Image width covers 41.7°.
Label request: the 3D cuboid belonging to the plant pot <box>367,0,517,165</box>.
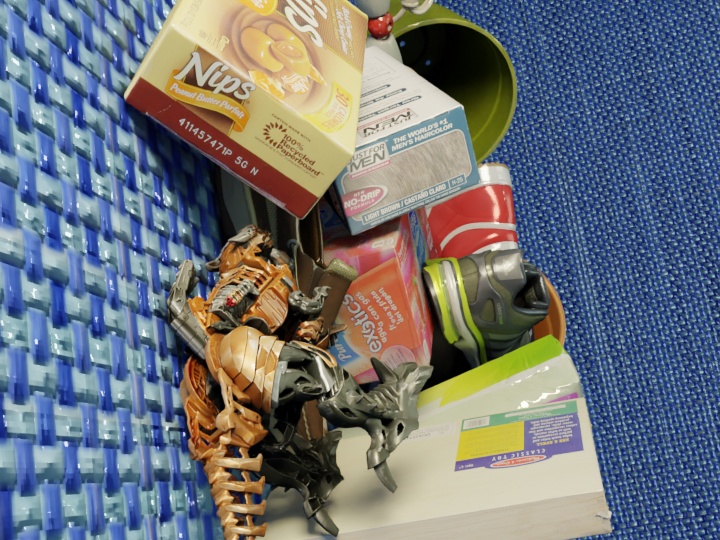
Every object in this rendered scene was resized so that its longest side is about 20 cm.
[{"bbox_3d":[0.069,-0.243,1.158,0.194,0.197,0.203,-107,177,-54],"label":"plant pot"}]

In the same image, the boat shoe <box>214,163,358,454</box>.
[{"bbox_3d":[-0.038,0.011,0.587,0.075,0.073,0.207,1,77,-78],"label":"boat shoe"}]

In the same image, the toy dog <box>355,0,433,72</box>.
[{"bbox_3d":[0.002,-0.231,0.981,0.131,0.095,0.204,-23,127,-45],"label":"toy dog"}]

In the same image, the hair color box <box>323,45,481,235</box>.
[{"bbox_3d":[0.003,-0.103,0.698,0.200,0.098,0.061,-124,-167,-62],"label":"hair color box"}]

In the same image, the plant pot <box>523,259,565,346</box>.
[{"bbox_3d":[0.155,0.093,1.220,0.141,0.195,0.204,91,-6,-61],"label":"plant pot"}]

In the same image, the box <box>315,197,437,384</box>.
[{"bbox_3d":[0.000,0.000,0.727,0.201,0.101,0.096,-71,146,-67],"label":"box"}]

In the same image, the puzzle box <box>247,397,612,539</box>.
[{"bbox_3d":[0.040,0.125,0.546,0.133,0.196,0.026,-52,129,-74],"label":"puzzle box"}]

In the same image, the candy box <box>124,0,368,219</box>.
[{"bbox_3d":[-0.057,-0.130,0.561,0.115,0.055,0.202,34,30,-19],"label":"candy box"}]

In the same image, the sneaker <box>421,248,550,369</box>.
[{"bbox_3d":[0.115,0.037,0.752,0.200,0.079,0.075,37,39,-63],"label":"sneaker"}]

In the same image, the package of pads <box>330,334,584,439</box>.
[{"bbox_3d":[0.085,0.159,0.729,0.069,0.197,0.156,-117,-175,-55],"label":"package of pads"}]

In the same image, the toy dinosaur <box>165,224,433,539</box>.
[{"bbox_3d":[-0.049,0.065,0.482,0.135,0.101,0.203,35,52,-25],"label":"toy dinosaur"}]

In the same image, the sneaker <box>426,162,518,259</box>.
[{"bbox_3d":[0.068,-0.009,0.874,0.070,0.199,0.115,4,68,-38],"label":"sneaker"}]

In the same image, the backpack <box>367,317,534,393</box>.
[{"bbox_3d":[0.092,0.127,0.917,0.202,0.151,0.192,-68,145,-42],"label":"backpack"}]
